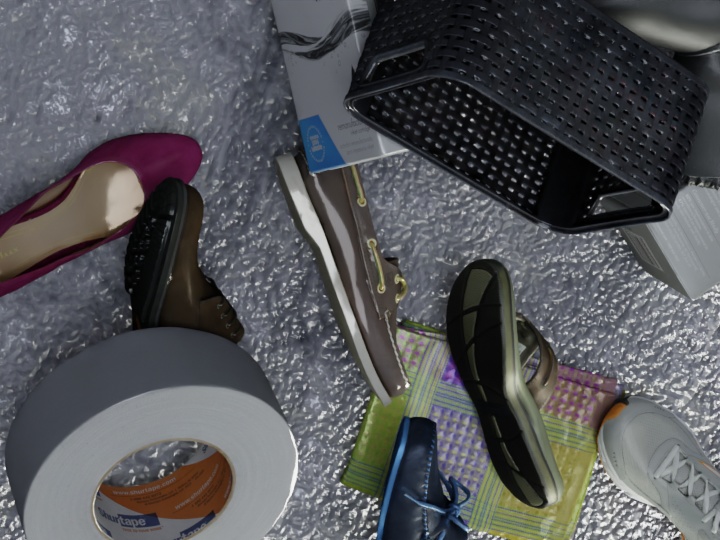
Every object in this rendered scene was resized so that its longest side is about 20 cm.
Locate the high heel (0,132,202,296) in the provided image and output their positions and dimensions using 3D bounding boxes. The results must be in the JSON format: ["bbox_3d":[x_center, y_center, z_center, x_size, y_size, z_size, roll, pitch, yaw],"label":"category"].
[{"bbox_3d":[-0.195,-0.034,1.434,0.199,0.096,0.068,-30,108,-5],"label":"high heel"}]

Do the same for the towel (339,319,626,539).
[{"bbox_3d":[0.095,0.127,1.580,0.199,0.023,0.144,16,99,-16],"label":"towel"}]

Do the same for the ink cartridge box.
[{"bbox_3d":[-0.006,-0.175,1.413,0.068,0.116,0.201,-14,92,-27],"label":"ink cartridge box"}]

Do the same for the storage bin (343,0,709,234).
[{"bbox_3d":[0.107,-0.111,1.326,0.200,0.135,0.094,29,71,-27],"label":"storage bin"}]

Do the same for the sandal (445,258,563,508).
[{"bbox_3d":[0.116,0.080,1.530,0.057,0.080,0.202,-27,114,-24],"label":"sandal"}]

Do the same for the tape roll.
[{"bbox_3d":[-0.147,0.137,1.457,0.199,0.066,0.201,-13,133,-15],"label":"tape roll"}]

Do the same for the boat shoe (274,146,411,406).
[{"bbox_3d":[0.000,0.000,1.501,0.059,0.072,0.201,-23,99,-7],"label":"boat shoe"}]

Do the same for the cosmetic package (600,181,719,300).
[{"bbox_3d":[0.290,-0.073,1.537,0.200,0.107,0.090,-37,107,-5],"label":"cosmetic package"}]

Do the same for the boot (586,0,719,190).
[{"bbox_3d":[0.222,-0.137,1.419,0.197,0.073,0.163,-3,114,-6],"label":"boot"}]

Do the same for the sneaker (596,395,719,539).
[{"bbox_3d":[0.264,0.174,1.588,0.076,0.092,0.200,-47,111,-13],"label":"sneaker"}]

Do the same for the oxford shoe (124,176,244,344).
[{"bbox_3d":[-0.124,0.020,1.468,0.084,0.073,0.201,-4,126,-18],"label":"oxford shoe"}]

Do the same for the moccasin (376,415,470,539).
[{"bbox_3d":[0.049,0.190,1.537,0.068,0.081,0.201,10,130,7],"label":"moccasin"}]
